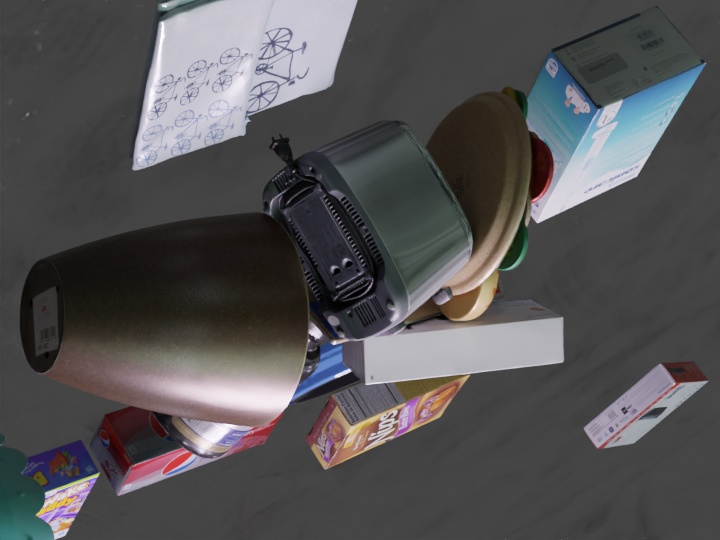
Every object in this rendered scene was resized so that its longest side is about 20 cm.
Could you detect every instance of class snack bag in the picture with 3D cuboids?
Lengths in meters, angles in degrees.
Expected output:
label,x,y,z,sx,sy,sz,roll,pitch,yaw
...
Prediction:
label,x,y,z,sx,sy,sz,roll,pitch,yaw
snack bag,-0.081,-0.165,1.223,0.199,0.021,0.189,-23,156,-28

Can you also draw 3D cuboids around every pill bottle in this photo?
label,x,y,z,sx,sy,sz,roll,pitch,yaw
pill bottle,-0.112,0.087,1.588,0.200,0.112,0.112,-42,158,20

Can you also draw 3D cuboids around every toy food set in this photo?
label,x,y,z,sx,sy,sz,roll,pitch,yaw
toy food set,0.108,-0.069,1.480,0.048,0.201,0.198,13,135,-27

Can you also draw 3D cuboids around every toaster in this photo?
label,x,y,z,sx,sy,sz,roll,pitch,yaw
toaster,0.007,-0.047,1.410,0.129,0.201,0.114,-31,179,-41

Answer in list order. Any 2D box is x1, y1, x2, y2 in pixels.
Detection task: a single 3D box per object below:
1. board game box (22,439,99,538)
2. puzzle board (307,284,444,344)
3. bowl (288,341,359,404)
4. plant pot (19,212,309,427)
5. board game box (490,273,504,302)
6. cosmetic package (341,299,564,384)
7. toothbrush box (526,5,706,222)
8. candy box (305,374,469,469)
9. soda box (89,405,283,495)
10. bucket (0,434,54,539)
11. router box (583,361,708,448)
label,x,y,z,sx,sy,sz,roll,pitch,yaw
board game box,-0.380,0.254,1.637,0.199,0.045,0.135,-17,153,-38
puzzle board,0.000,0.000,1.515,0.199,0.151,0.017,-14,143,-43
bowl,-0.004,0.098,1.793,0.200,0.040,0.201,-23,173,-3
plant pot,-0.175,0.041,1.338,0.199,0.187,0.187,2,141,-35
board game box,0.059,0.027,1.663,0.126,0.035,0.200,-16,-176,-13
cosmetic package,0.088,0.066,1.530,0.199,0.051,0.083,-5,-166,-16
toothbrush box,0.241,-0.157,1.630,0.146,0.085,0.200,-25,156,-26
candy box,0.035,0.178,2.080,0.199,0.057,0.117,-19,155,-32
soda box,-0.185,0.170,1.714,0.199,0.070,0.063,-17,152,-38
bucket,-0.380,0.250,1.421,0.134,0.208,0.207,0,141,-41
router box,0.535,0.250,2.984,0.200,0.049,0.179,-45,157,23
